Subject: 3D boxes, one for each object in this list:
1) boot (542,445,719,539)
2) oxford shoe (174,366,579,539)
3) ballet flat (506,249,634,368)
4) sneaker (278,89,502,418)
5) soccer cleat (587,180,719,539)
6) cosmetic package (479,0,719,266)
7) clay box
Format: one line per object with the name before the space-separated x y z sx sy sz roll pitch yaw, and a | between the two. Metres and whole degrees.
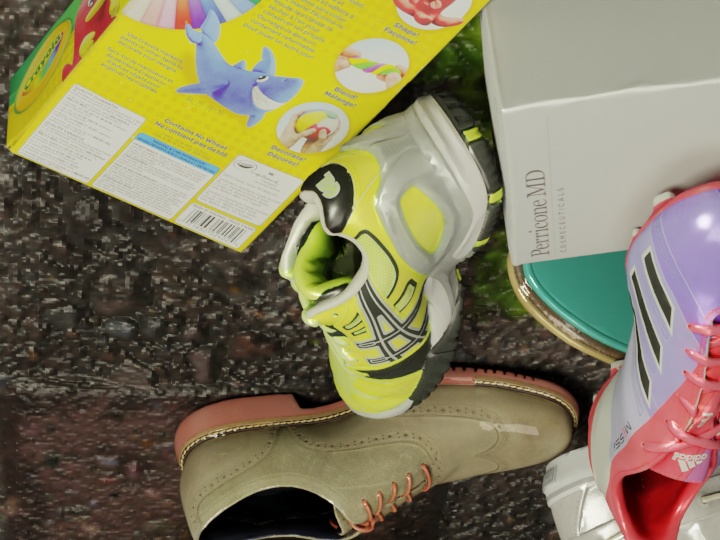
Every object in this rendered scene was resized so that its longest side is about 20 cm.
boot | 0.195 0.115 1.006 0.199 0.096 0.074 -16 163 3
oxford shoe | 0.010 0.099 1.003 0.199 0.075 0.071 -10 136 3
ballet flat | 0.150 0.022 0.945 0.199 0.069 0.063 13 165 -16
sneaker | 0.000 0.000 0.869 0.076 0.076 0.200 -20 149 -19
soccer cleat | 0.134 0.041 0.840 0.066 0.077 0.200 -1 145 -9
cosmetic package | 0.149 -0.074 0.812 0.199 0.081 0.113 -10 146 3
clay box | -0.037 -0.099 0.795 0.115 0.048 0.200 24 130 -30
